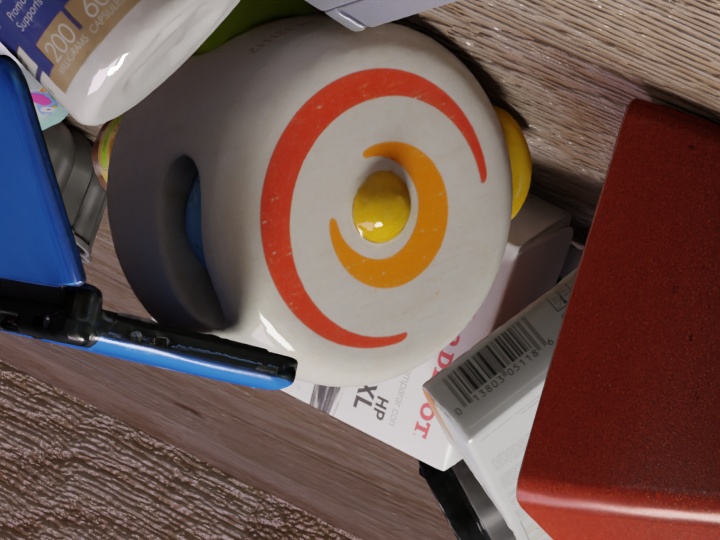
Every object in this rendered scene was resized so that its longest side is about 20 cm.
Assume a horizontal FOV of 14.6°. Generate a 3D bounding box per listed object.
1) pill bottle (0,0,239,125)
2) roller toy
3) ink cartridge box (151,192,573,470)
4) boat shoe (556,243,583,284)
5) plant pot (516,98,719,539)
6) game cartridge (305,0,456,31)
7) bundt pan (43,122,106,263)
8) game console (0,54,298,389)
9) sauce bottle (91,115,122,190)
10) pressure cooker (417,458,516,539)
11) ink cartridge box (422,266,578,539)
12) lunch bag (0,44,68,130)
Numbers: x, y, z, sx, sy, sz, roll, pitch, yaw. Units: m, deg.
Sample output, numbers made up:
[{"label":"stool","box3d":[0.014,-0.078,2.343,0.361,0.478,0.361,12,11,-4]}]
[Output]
[{"label":"pill bottle","box3d":[-0.148,-0.170,1.231,0.200,0.111,0.111,46,170,4]},{"label":"roller toy","box3d":[-0.020,-0.036,1.414,0.200,0.183,0.139,35,167,-33]},{"label":"ink cartridge box","box3d":[0.000,0.000,1.578,0.199,0.145,0.084,25,-156,18]},{"label":"boat shoe","box3d":[0.092,0.002,1.632,0.199,0.072,0.068,20,172,22]},{"label":"plant pot","box3d":[0.205,0.059,1.328,0.175,0.201,0.200,11,163,24]},{"label":"game cartridge","box3d":[-0.014,-0.159,1.238,0.129,0.039,0.200,35,168,-16]},{"label":"bundt pan","box3d":[-0.268,-0.086,2.067,0.201,0.076,0.202,28,169,6]},{"label":"game console","box3d":[-0.129,-0.022,1.326,0.170,0.119,0.200,14,177,-25]},{"label":"sauce bottle","box3d":[-0.110,-0.075,1.778,0.065,0.065,0.200,32,166,-22]},{"label":"pressure cooker","box3d":[0.154,0.130,1.740,0.179,0.199,0.176,60,-178,12]},{"label":"ink cartridge box","box3d":[0.127,0.067,1.547,0.050,0.162,0.200,50,174,26]},{"label":"lunch bag","box3d":[-0.221,-0.154,1.537,0.170,0.122,0.200,31,174,-14]}]
